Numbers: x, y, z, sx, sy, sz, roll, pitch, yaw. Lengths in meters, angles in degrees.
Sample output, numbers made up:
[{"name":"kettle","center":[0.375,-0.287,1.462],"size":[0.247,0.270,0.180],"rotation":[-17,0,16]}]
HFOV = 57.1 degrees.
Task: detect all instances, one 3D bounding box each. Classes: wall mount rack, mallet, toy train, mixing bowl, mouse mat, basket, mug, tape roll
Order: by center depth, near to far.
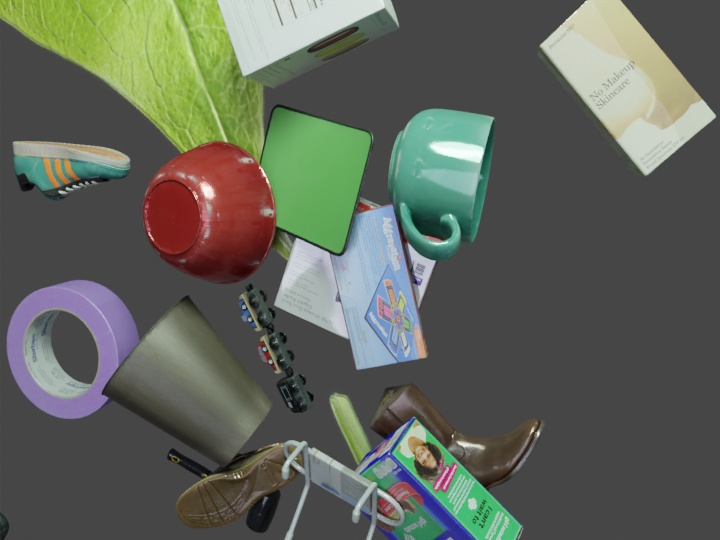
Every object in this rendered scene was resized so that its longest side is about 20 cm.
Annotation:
[{"name":"mug","center":[0.093,-0.114,0.804],"size":[0.111,0.185,0.157],"rotation":[12,111,14]},{"name":"mouse mat","center":[-0.071,-0.125,0.887],"size":[0.197,0.007,0.166],"rotation":[24,104,38]},{"name":"wall mount rack","center":[-0.041,0.324,0.889],"size":[0.196,0.075,0.177],"rotation":[23,133,25]},{"name":"mixing bowl","center":[-0.224,-0.077,0.907],"size":[0.194,0.108,0.207],"rotation":[3,97,24]},{"name":"basket","center":[-0.235,0.172,0.951],"size":[0.199,0.136,0.181],"rotation":[42,68,-2]},{"name":"toy train","center":[-0.127,0.116,0.971],"size":[0.045,0.034,0.204],"rotation":[-23,94,28]},{"name":"mallet","center":[-0.218,0.339,1.026],"size":[0.195,0.041,0.068],"rotation":[17,99,14]},{"name":"tape roll","center":[-0.446,0.121,1.030],"size":[0.194,0.066,0.207],"rotation":[2,100,12]}]

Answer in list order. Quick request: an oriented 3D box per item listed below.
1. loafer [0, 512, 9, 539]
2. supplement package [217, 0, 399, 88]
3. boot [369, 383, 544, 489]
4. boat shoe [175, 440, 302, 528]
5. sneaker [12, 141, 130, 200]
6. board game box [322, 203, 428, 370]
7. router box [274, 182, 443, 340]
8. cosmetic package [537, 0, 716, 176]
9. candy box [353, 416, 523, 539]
[{"name":"loafer","center":[-0.682,0.505,1.140],"size":[0.072,0.072,0.203],"rotation":[30,105,6]},{"name":"supplement package","center":[-0.064,-0.331,0.844],"size":[0.195,0.114,0.112],"rotation":[-20,93,16]},{"name":"boot","center":[0.126,0.211,0.912],"size":[0.200,0.064,0.187],"rotation":[43,107,8]},{"name":"boat shoe","center":[-0.175,0.307,0.973],"size":[0.196,0.072,0.073],"rotation":[-30,97,-3]},{"name":"sneaker","center":[-0.428,-0.144,0.986],"size":[0.194,0.071,0.082],"rotation":[9,105,17]},{"name":"board game box","center":[0.020,0.023,0.876],"size":[0.100,0.019,0.206],"rotation":[-11,96,16]},{"name":"router box","center":[0.000,0.000,0.913],"size":[0.195,0.049,0.184],"rotation":[22,103,9]},{"name":"cosmetic package","center":[0.313,-0.224,0.793],"size":[0.105,0.071,0.201],"rotation":[-41,88,16]},{"name":"candy box","center":[0.090,0.319,0.888],"size":[0.199,0.077,0.170],"rotation":[42,140,4]}]
